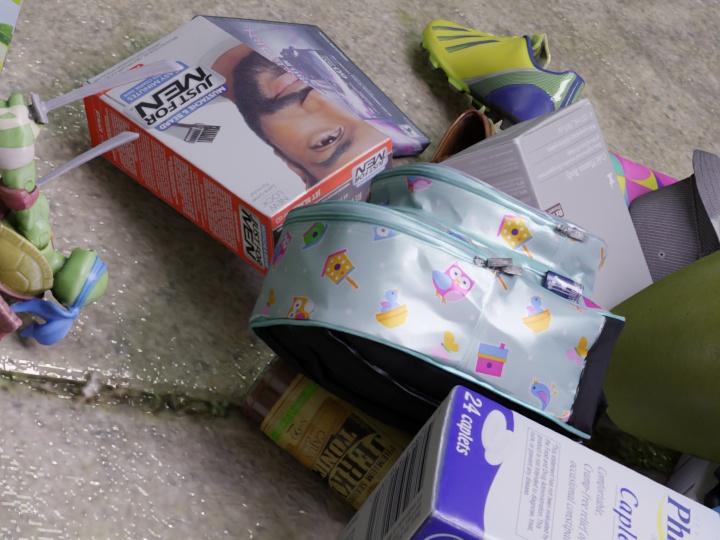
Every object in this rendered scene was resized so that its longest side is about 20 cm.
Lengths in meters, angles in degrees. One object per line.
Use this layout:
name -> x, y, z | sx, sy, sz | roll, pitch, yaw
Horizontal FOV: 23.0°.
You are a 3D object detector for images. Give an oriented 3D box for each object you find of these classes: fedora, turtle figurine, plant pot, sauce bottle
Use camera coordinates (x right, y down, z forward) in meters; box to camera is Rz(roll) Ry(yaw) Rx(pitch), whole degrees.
fedora -> 0.253, 0.013, 1.345 | 0.177, 0.090, 0.201 | -39, 114, -75
turtle figurine -> -0.233, -0.069, 1.093 | 0.193, 0.201, 0.144 | 20, 6, -12
plant pot -> 0.264, 0.058, 1.178 | 0.187, 0.199, 0.188 | 11, 75, -46
sauce bottle -> 0.016, 0.126, 1.129 | 0.200, 0.065, 0.065 | 38, 38, 6

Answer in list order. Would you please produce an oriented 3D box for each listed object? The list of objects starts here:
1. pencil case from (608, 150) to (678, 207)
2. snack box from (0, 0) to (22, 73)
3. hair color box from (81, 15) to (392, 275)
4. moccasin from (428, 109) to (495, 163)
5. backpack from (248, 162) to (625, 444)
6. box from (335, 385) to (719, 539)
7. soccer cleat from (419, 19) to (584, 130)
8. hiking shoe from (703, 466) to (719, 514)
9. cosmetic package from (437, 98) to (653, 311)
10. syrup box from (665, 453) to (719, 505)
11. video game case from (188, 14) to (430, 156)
pencil case -> 0.224, -0.041, 1.437 | 0.199, 0.088, 0.089 | 17, 42, -23
snack box -> -0.337, -0.195, 1.213 | 0.199, 0.053, 0.143 | 21, 39, -17
hair color box -> -0.084, -0.087, 1.197 | 0.111, 0.064, 0.200 | -35, 53, -28
moccasin -> 0.072, -0.060, 1.339 | 0.202, 0.073, 0.078 | -57, 134, -51
backpack -> 0.040, 0.020, 1.061 | 0.199, 0.176, 0.154 | 16, 82, -23
box -> 0.090, 0.196, 1.015 | 0.199, 0.184, 0.105 | 26, 38, -11
soccer cleat -> 0.118, -0.168, 1.460 | 0.065, 0.084, 0.200 | 33, 9, -38
hiking shoe -> 0.228, 0.194, 1.088 | 0.087, 0.075, 0.200 | 33, 25, 11
cosmetic package -> 0.142, -0.007, 1.274 | 0.107, 0.090, 0.201 | -31, 100, -46
syrup box -> 0.254, 0.175, 1.240 | 0.079, 0.082, 0.200 | 40, 40, 4
video game case -> -0.036, -0.140, 1.357 | 0.143, 0.019, 0.200 | 46, 21, 14
